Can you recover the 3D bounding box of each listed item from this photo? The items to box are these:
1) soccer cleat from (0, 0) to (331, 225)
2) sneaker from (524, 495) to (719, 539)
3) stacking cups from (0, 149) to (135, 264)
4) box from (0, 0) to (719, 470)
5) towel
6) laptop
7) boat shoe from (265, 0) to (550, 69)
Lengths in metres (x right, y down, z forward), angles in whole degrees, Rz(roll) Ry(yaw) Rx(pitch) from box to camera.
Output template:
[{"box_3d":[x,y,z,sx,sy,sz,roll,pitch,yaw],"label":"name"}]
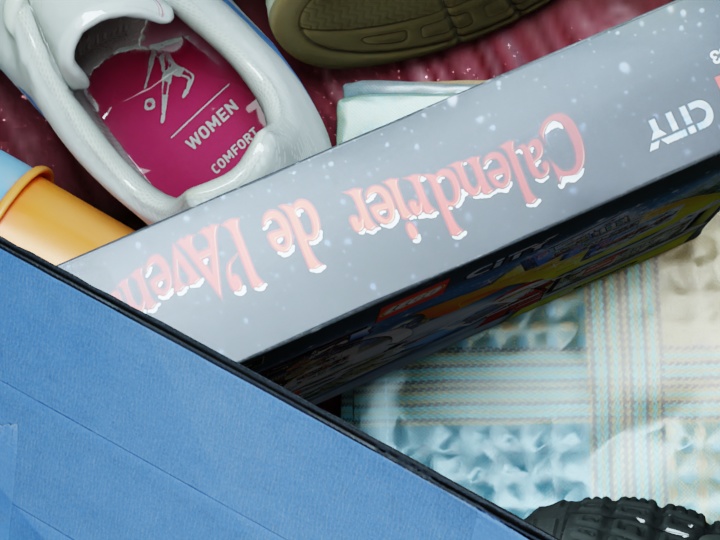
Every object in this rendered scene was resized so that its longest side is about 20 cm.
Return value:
[{"box_3d":[-0.080,-0.084,0.767,0.070,0.086,0.200,-44,77,1],"label":"soccer cleat"},{"box_3d":[0.111,0.138,0.720,0.200,0.076,0.091,38,112,7],"label":"sneaker"},{"box_3d":[-0.118,-0.015,0.778,0.199,0.061,0.061,29,88,10],"label":"stacking cups"},{"box_3d":[0.000,0.000,0.682,0.199,0.137,0.038,-23,81,-9],"label":"box"},{"box_3d":[0.092,0.022,0.767,0.198,0.022,0.148,0,85,6],"label":"towel"},{"box_3d":[-0.073,0.121,0.564,0.186,0.116,0.201,27,69,22],"label":"laptop"},{"box_3d":[0.056,-0.127,0.769,0.199,0.073,0.065,-30,59,6],"label":"boat shoe"}]
